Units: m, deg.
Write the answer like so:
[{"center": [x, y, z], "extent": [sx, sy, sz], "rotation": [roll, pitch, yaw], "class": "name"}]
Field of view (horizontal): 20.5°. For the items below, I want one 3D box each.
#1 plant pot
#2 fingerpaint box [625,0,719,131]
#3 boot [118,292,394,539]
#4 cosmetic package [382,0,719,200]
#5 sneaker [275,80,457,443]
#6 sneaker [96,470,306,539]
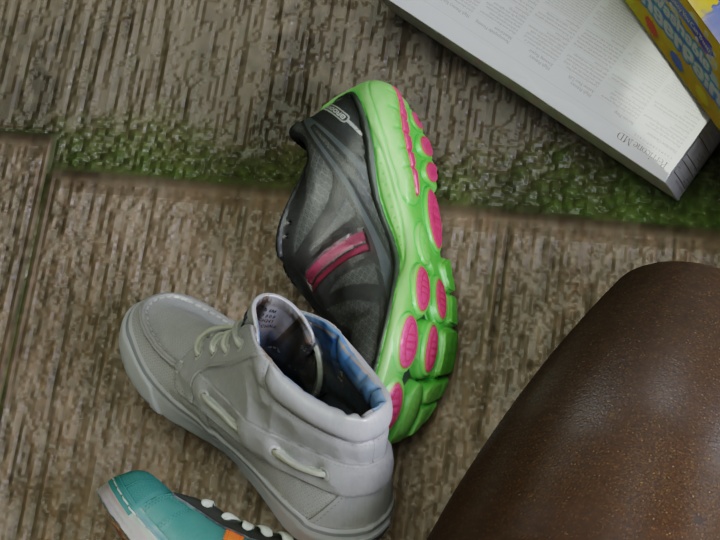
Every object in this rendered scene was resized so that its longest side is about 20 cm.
[{"center": [0.133, 0.101, 0.917], "extent": [0.187, 0.187, 0.200], "rotation": [13, 55, 14], "class": "plant pot"}, {"center": [0.215, -0.174, 1.000], "extent": [0.167, 0.073, 0.200], "rotation": [-27, 63, -8], "class": "fingerpaint box"}, {"center": [-0.049, 0.044, 0.975], "extent": [0.074, 0.096, 0.200], "rotation": [-23, 46, -34], "class": "boot"}, {"center": [0.110, -0.127, 1.067], "extent": [0.200, 0.051, 0.083], "rotation": [37, 90, 21], "class": "cosmetic package"}, {"center": [0.000, 0.000, 1.033], "extent": [0.084, 0.077, 0.200], "rotation": [-15, 61, 21], "class": "sneaker"}, {"center": [-0.040, 0.157, 0.967], "extent": [0.200, 0.071, 0.080], "rotation": [41, 72, 17], "class": "sneaker"}]
